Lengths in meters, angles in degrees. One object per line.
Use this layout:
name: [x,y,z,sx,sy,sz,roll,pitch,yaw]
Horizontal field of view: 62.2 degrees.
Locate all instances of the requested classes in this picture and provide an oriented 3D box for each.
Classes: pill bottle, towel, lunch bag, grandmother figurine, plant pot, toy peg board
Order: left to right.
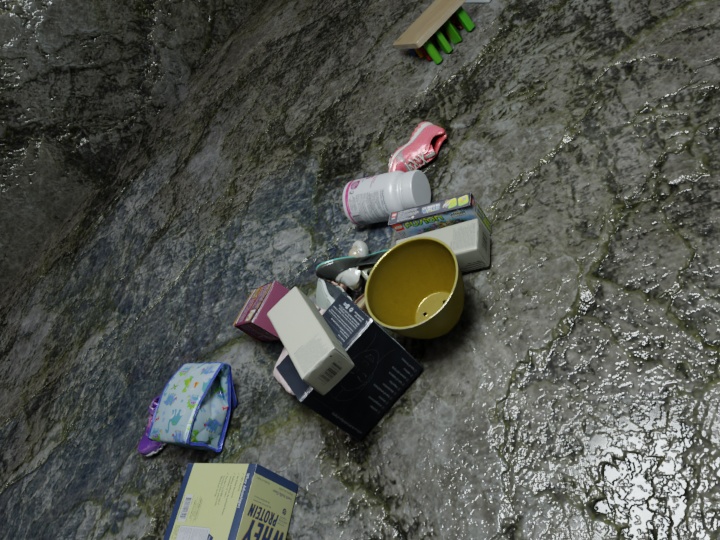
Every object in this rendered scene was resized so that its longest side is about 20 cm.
lunch bag: [-0.394,0.320,1.429,0.168,0.127,0.203,-7,63,36]
towel: [-0.138,0.164,1.321,0.200,0.032,0.193,-179,109,-74]
grandmother figurine: [-0.039,0.019,1.426,0.120,0.061,0.202,22,76,38]
pill bottle: [0.064,-0.179,1.454,0.198,0.113,0.115,-6,54,36]
plant pot: [0.127,0.057,1.186,0.198,0.142,0.202,-19,50,24]
toy peg board: [0.225,-0.705,1.774,0.200,0.098,0.199,-45,25,0]

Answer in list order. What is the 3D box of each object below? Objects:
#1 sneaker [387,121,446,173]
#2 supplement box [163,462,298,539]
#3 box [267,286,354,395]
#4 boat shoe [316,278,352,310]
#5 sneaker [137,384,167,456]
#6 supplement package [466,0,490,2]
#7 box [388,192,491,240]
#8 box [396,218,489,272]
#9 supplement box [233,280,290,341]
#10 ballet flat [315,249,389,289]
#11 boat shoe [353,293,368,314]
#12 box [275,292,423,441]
sneaker: [0.144,-0.293,1.509,0.086,0.074,0.201,25,76,46]
supplement box: [-0.257,0.496,1.166,0.198,0.134,0.202,-11,51,33]
box: [-0.093,0.122,1.074,0.082,0.068,0.200,-42,40,3]
boat shoe: [-0.055,0.070,1.309,0.200,0.059,0.077,-125,38,-63]
sneaker: [-0.507,0.370,1.512,0.080,0.088,0.201,24,76,46]
supplement package: [0.358,-0.932,1.779,0.201,0.152,0.150,-52,41,-7]
box: [0.172,-0.102,1.305,0.198,0.110,0.035,-12,51,34]
box: [0.172,-0.037,1.273,0.198,0.068,0.083,-13,50,32]
supplement box: [-0.224,0.102,1.434,0.111,0.085,0.200,-63,18,-18]
ballet flat: [0.000,0.000,1.342,0.197,0.068,0.069,-13,58,-19]
boat shoe: [-0.021,0.117,1.331,0.201,0.072,0.072,-50,24,0]
box: [-0.019,0.190,1.162,0.197,0.200,0.124,-48,40,-4]
